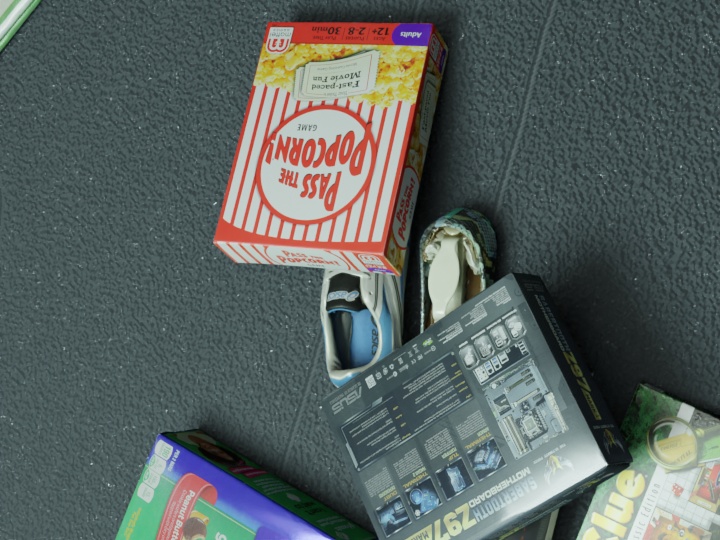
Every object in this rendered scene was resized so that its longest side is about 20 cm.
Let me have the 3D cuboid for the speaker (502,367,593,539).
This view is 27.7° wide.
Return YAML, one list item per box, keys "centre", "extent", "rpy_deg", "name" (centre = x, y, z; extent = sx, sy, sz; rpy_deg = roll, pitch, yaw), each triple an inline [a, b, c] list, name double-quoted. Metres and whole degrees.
- centre: [0.119, 0.164, 1.136]
  extent: [0.081, 0.081, 0.202]
  rpy_deg: [16, 96, 22]
  name: "speaker"

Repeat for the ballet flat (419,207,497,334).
- centre: [0.071, 0.051, 1.162]
  extent: [0.074, 0.074, 0.202]
  rpy_deg: [-2, 89, 23]
  name: "ballet flat"

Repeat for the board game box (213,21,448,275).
- centre: [-0.022, -0.101, 1.180]
  extent: [0.150, 0.046, 0.202]
  rpy_deg: [4, 71, 23]
  name: "board game box"

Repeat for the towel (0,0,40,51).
- centre: [-0.382, -0.297, 1.384]
  extent: [0.153, 0.023, 0.200]
  rpy_deg: [-46, 72, 16]
  name: "towel"

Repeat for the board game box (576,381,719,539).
- centre: [0.225, 0.198, 1.121]
  extent: [0.104, 0.023, 0.202]
  rpy_deg: [23, 99, 24]
  name: "board game box"

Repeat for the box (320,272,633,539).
- centre: [0.081, 0.119, 1.085]
  extent: [0.200, 0.051, 0.159]
  rpy_deg: [-36, 67, 27]
  name: "box"

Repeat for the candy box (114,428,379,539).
- centre: [-0.108, 0.255, 1.234]
  extent: [0.199, 0.077, 0.170]
  rpy_deg: [26, 100, 20]
  name: "candy box"

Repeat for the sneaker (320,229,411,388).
- centre: [0.000, 0.000, 1.188]
  extent: [0.071, 0.072, 0.202]
  rpy_deg: [-6, 81, 24]
  name: "sneaker"
